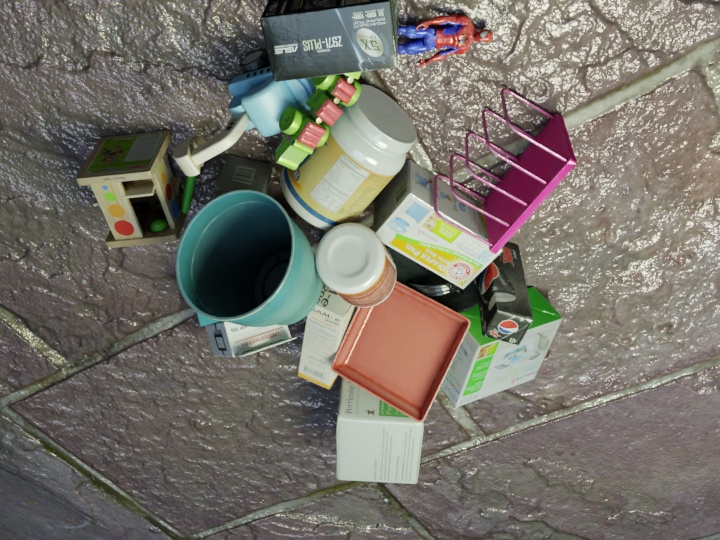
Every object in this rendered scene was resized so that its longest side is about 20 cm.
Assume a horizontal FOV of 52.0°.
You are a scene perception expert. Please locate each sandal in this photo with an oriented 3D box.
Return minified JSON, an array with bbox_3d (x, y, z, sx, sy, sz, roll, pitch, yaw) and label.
[{"bbox_3d":[0.119,0.016,1.317,0.199,0.076,0.048,23,160,11],"label":"sandal"}]

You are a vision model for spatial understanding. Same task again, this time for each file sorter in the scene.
[{"bbox_3d":[0.216,-0.160,1.158,0.125,0.140,0.200,25,127,-16],"label":"file sorter"}]

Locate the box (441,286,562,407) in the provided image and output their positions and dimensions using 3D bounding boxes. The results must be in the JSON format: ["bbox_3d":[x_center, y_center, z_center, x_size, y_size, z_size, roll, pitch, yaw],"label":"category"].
[{"bbox_3d":[0.252,0.143,1.389,0.198,0.097,0.178,-13,136,-28],"label":"box"}]

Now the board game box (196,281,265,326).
[{"bbox_3d":[-0.180,0.044,1.351,0.198,0.151,0.047,-16,92,16],"label":"board game box"}]

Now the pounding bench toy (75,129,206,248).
[{"bbox_3d":[-0.332,-0.131,1.225,0.198,0.125,0.157,-5,130,8],"label":"pounding bench toy"}]

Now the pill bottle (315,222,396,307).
[{"bbox_3d":[0.000,0.000,1.224,0.111,0.113,0.200,-7,166,9],"label":"pill bottle"}]

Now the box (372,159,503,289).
[{"bbox_3d":[0.131,-0.076,1.259,0.199,0.102,0.113,28,126,-19],"label":"box"}]

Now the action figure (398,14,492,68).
[{"bbox_3d":[0.094,-0.337,1.078,0.198,0.052,0.066,-3,127,3],"label":"action figure"}]

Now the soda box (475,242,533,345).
[{"bbox_3d":[0.244,0.031,1.277,0.070,0.201,0.064,15,128,-10],"label":"soda box"}]

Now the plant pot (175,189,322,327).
[{"bbox_3d":[-0.156,0.002,1.163,0.198,0.202,0.188,-15,159,16],"label":"plant pot"}]

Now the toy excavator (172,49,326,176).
[{"bbox_3d":[-0.165,-0.230,1.085,0.193,0.201,0.100,-7,132,28],"label":"toy excavator"}]

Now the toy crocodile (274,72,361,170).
[{"bbox_3d":[-0.054,-0.227,1.047,0.067,0.062,0.200,24,112,-41],"label":"toy crocodile"}]

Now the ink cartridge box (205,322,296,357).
[{"bbox_3d":[-0.205,0.112,1.364,0.115,0.200,0.069,-17,92,-25],"label":"ink cartridge box"}]

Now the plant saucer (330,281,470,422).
[{"bbox_3d":[0.072,0.134,1.318,0.198,0.037,0.202,27,95,20],"label":"plant saucer"}]

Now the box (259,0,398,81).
[{"bbox_3d":[-0.033,-0.340,0.980,0.162,0.201,0.087,-5,128,7],"label":"box"}]

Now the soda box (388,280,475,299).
[{"bbox_3d":[0.118,0.046,1.388,0.198,0.064,0.069,-7,131,9],"label":"soda box"}]

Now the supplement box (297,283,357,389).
[{"bbox_3d":[-0.054,0.108,1.402,0.073,0.126,0.201,22,131,11],"label":"supplement box"}]

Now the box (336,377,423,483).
[{"bbox_3d":[0.039,0.296,1.516,0.169,0.200,0.201,2,129,2],"label":"box"}]

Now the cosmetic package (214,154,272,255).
[{"bbox_3d":[-0.214,-0.084,1.272,0.089,0.107,0.201,12,132,-5],"label":"cosmetic package"}]

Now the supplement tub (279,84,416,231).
[{"bbox_3d":[-0.020,-0.174,1.157,0.144,0.145,0.200,30,125,-21],"label":"supplement tub"}]
